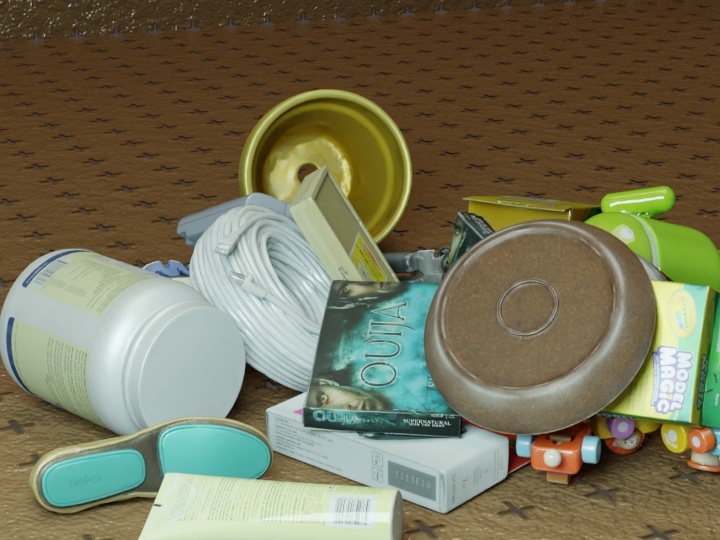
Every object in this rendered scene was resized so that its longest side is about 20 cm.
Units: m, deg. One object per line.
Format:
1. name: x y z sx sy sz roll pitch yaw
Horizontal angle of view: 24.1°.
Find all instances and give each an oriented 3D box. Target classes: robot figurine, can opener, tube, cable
1. robot figurine: 0.289 0.005 1.724 0.199 0.176 0.116 11 -22 -35
2. can opener: 0.060 0.003 1.823 0.199 0.054 0.067 -2 8 38
3. tube: -0.067 0.189 1.308 0.199 0.052 0.058 2 -5 11
4. cable: -0.073 0.029 1.604 0.069 0.200 0.200 -39 15 20

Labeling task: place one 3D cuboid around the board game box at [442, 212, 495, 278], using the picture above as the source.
1. board game box: 0.114 0.036 1.614 0.028 0.136 0.200 9 15 -15

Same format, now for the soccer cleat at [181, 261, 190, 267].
1. soccer cleat: -0.209 0.030 1.784 0.199 0.068 0.081 -1 41 -16

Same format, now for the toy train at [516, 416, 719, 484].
1. toy train: 0.238 0.152 1.421 0.199 0.056 0.150 2 19 16

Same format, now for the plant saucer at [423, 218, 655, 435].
1. plant saucer: 0.142 0.037 1.391 0.199 0.201 0.035 10 -24 27

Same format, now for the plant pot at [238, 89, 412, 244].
1. plant pot: -0.053 -0.114 2.031 0.200 0.202 0.189 -3 4 -10

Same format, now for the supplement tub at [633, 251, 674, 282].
1. supplement tub: 0.239 0.049 1.543 0.122 0.123 0.200 7 -5 20

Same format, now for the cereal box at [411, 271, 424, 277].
1. cereal box: 0.167 0.023 1.834 0.143 0.040 0.200 -10 21 -29

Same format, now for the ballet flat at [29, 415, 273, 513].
1. ballet flat: -0.173 0.154 1.385 0.199 0.069 0.063 -4 4 -17

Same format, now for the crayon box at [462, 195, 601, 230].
1. crayon box: 0.203 -0.058 1.999 0.126 0.051 0.200 8 5 21

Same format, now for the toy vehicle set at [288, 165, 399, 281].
1. toy vehicle set: 0.000 0.000 1.669 0.026 0.200 0.124 -29 11 14

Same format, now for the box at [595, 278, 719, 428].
1. box: 0.219 0.065 1.409 0.199 0.118 0.048 6 -7 25

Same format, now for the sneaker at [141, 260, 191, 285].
1. sneaker: -0.126 0.051 1.703 0.198 0.081 0.115 1 31 -20

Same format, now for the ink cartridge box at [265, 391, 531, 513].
1. ink cartridge box: 0.047 0.138 1.472 0.199 0.044 0.173 15 24 38

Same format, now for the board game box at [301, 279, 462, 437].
1. board game box: 0.027 0.074 1.484 0.134 0.028 0.200 2 32 6

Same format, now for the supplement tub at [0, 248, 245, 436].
1. supplement tub: -0.214 0.068 1.513 0.199 0.146 0.145 17 24 41

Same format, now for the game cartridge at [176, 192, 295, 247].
1. game cartridge: -0.075 -0.022 1.763 0.200 0.041 0.133 27 -25 -38
